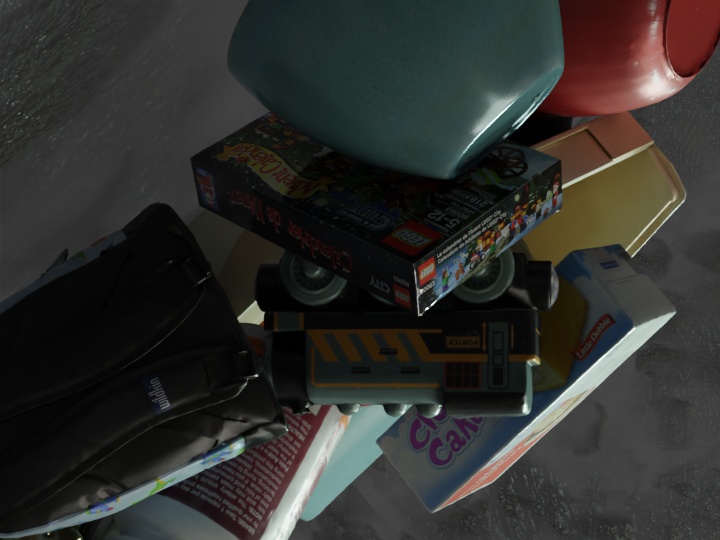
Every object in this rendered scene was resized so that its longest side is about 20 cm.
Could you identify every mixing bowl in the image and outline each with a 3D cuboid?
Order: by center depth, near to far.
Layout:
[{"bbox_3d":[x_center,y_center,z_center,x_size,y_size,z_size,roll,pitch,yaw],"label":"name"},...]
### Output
[{"bbox_3d":[0.191,-0.193,0.975,0.199,0.107,0.203,-28,128,-43],"label":"mixing bowl"}]

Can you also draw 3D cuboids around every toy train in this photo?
[{"bbox_3d":[0.027,0.036,0.883,0.197,0.116,0.085,-1,172,9],"label":"toy train"}]

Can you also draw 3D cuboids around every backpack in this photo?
[{"bbox_3d":[-0.171,0.078,0.841,0.199,0.165,0.154,-32,-176,-21],"label":"backpack"}]

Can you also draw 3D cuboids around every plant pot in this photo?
[{"bbox_3d":[0.040,-0.133,0.804,0.200,0.135,0.200,-41,172,-7],"label":"plant pot"},{"bbox_3d":[-0.074,0.120,1.417,0.196,0.197,0.200,-43,162,5],"label":"plant pot"}]

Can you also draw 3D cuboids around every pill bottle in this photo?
[{"bbox_3d":[-0.095,0.147,0.933,0.201,0.113,0.114,-60,-178,-29],"label":"pill bottle"}]

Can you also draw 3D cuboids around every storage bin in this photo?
[{"bbox_3d":[0.121,-0.010,1.045,0.199,0.094,0.199,-25,159,-43],"label":"storage bin"}]

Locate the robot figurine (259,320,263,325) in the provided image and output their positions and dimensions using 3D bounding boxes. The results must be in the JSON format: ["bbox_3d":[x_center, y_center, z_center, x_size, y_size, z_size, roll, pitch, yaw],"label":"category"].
[{"bbox_3d":[-0.103,0.072,1.152,0.145,0.115,0.201,76,32,-48],"label":"robot figurine"}]

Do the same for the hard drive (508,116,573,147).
[{"bbox_3d":[0.099,-0.157,1.000,0.199,0.042,0.137,-8,113,-51],"label":"hard drive"}]

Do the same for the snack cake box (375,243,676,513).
[{"bbox_3d":[0.117,0.074,0.969,0.200,0.067,0.115,-46,165,21],"label":"snack cake box"}]

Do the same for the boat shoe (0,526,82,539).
[{"bbox_3d":[-0.205,0.158,0.927,0.062,0.203,0.074,-5,148,-7],"label":"boat shoe"}]

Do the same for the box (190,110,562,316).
[{"bbox_3d":[0.008,-0.055,0.870,0.136,0.199,0.038,-34,133,-33],"label":"box"}]

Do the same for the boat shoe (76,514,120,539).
[{"bbox_3d":[-0.151,0.149,1.003,0.063,0.071,0.201,-7,-141,46],"label":"boat shoe"}]

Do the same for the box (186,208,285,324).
[{"bbox_3d":[-0.131,0.032,1.034,0.200,0.078,0.095,-43,172,1],"label":"box"}]

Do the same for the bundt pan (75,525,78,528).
[{"bbox_3d":[-0.241,0.222,1.146,0.202,0.203,0.075,-45,147,23],"label":"bundt pan"}]
